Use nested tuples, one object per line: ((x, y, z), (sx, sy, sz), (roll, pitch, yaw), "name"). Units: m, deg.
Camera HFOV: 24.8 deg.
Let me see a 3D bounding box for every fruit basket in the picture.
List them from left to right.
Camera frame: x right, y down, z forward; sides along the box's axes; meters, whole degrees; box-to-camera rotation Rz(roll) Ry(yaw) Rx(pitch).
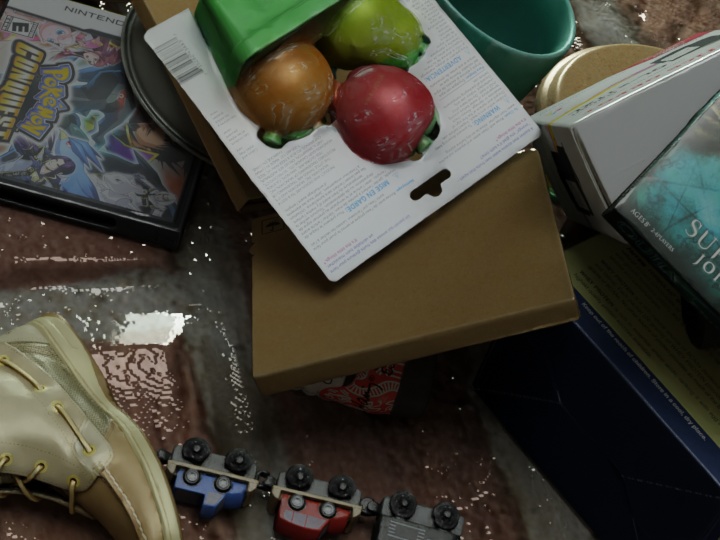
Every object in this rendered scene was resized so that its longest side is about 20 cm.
((-0.011, -0.117, 1.056), (0.185, 0.094, 0.200), (-36, 89, -22), "fruit basket")

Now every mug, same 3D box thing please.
((0.062, -0.183, 1.251), (0.185, 0.114, 0.152), (-17, 68, -47), "mug")

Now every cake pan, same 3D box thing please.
((-0.080, -0.157, 1.231), (0.200, 0.037, 0.200), (16, 51, -20), "cake pan")

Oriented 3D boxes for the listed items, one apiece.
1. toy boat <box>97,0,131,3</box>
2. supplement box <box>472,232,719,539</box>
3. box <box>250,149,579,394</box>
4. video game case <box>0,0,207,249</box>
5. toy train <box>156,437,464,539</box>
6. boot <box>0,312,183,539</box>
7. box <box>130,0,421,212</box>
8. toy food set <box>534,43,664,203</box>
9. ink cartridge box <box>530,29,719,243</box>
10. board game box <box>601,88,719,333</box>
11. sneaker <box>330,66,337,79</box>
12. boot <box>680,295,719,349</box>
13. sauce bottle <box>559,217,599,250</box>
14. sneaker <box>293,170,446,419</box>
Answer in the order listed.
((-0.216, -0.293, 1.269), (0.200, 0.131, 0.131), (4, 51, -13), "toy boat")
((0.224, 0.072, 1.093), (0.200, 0.134, 0.200), (-25, 62, -31), "supplement box")
((0.028, -0.002, 1.037), (0.200, 0.021, 0.164), (-13, 37, 7), "box")
((-0.197, -0.117, 1.200), (0.180, 0.026, 0.200), (15, 49, -4), "video game case")
((-0.033, 0.149, 1.026), (0.200, 0.034, 0.046), (15, 61, -5), "toy train")
((-0.207, 0.123, 0.968), (0.155, 0.073, 0.200), (-20, 58, -29), "boot")
((-0.061, -0.139, 1.187), (0.163, 0.021, 0.200), (-13, 65, -36), "box")
((0.228, -0.108, 1.301), (0.198, 0.049, 0.200), (22, 49, 3), "toy food set")
((0.199, -0.092, 1.062), (0.146, 0.200, 0.083), (-26, 96, 0), "ink cartridge box")
((0.254, -0.010, 0.935), (0.200, 0.028, 0.135), (44, 78, -1), "board game box")
((-0.044, -0.164, 1.158), (0.080, 0.078, 0.200), (48, 59, 2), "sneaker")
((0.302, 0.035, 1.014), (0.200, 0.066, 0.165), (4, 54, -13), "boot")
((0.197, -0.038, 1.190), (0.200, 0.065, 0.065), (-29, 62, -8), "sauce bottle")
((0.000, 0.000, 1.121), (0.108, 0.067, 0.202), (11, 61, -8), "sneaker")
